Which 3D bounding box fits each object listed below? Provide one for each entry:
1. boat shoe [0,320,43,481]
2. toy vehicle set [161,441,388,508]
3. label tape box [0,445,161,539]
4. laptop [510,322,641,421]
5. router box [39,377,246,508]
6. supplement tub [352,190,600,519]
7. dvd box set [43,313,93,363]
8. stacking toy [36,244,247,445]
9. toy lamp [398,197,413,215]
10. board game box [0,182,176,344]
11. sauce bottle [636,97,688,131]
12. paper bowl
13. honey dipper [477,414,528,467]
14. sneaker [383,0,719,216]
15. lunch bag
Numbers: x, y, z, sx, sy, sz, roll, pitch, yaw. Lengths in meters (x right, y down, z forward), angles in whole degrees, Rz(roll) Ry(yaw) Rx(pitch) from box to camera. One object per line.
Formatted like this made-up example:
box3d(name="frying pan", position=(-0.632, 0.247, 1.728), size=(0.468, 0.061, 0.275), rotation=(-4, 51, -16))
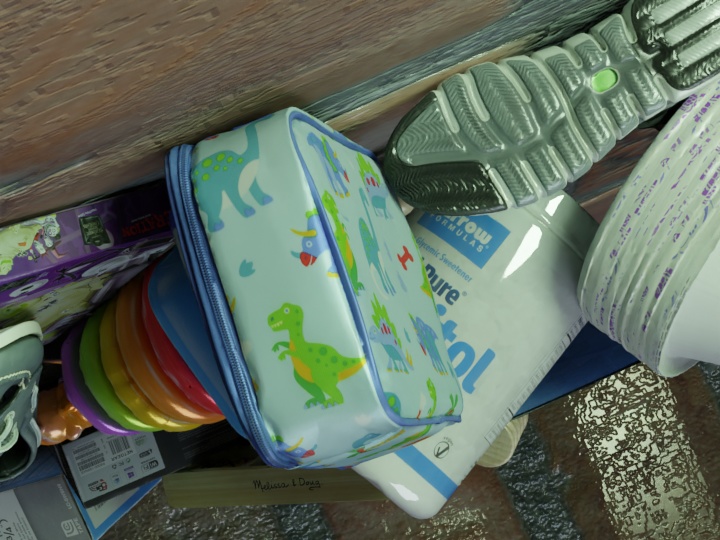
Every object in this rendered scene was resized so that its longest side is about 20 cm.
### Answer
box3d(name="boat shoe", position=(-0.190, 0.072, 0.938), size=(0.072, 0.062, 0.200), rotation=(-21, 173, -14))
box3d(name="toy vehicle set", position=(-0.022, 0.126, 1.263), size=(0.199, 0.027, 0.124), rotation=(-6, -167, 27))
box3d(name="label tape box", position=(-0.256, 0.172, 1.436), size=(0.199, 0.064, 0.144), rotation=(-18, -167, 32))
box3d(name="laptop", position=(0.077, 0.023, 1.236), size=(0.186, 0.201, 0.116), rotation=(-23, 159, -3))
box3d(name="router box", position=(-0.129, 0.090, 1.313), size=(0.199, 0.053, 0.157), rotation=(-22, -164, -13))
box3d(name="supplement tub", position=(0.050, 0.035, 1.094), size=(0.200, 0.132, 0.132), rotation=(-52, 175, -5))
box3d(name="dvd box set", position=(-0.111, 0.044, 1.147), size=(0.145, 0.030, 0.200), rotation=(-2, 175, 6))
box3d(name="stacking toy", position=(-0.120, 0.052, 1.002), size=(0.199, 0.110, 0.116), rotation=(-27, -167, 36))
box3d(name="toy lamp", position=(0.024, -0.043, 1.033), size=(0.199, 0.059, 0.058), rotation=(-25, 173, 7))
box3d(name="board game box", position=(-0.173, 0.013, 0.914), size=(0.119, 0.033, 0.200), rotation=(-14, 169, -36))
box3d(name="sauce bottle", position=(0.205, -0.110, 1.085), size=(0.066, 0.066, 0.200), rotation=(-27, 173, 29))
box3d(name="paper bowl", position=(0.223, -0.026, 1.031), size=(0.200, 0.104, 0.201), rotation=(-42, 156, -24))
box3d(name="honey dipper", position=(0.113, 0.075, 1.283), size=(0.038, 0.038, 0.200), rotation=(-27, -168, 27))
box3d(name="sneaker", position=(0.109, -0.082, 0.950), size=(0.199, 0.076, 0.115), rotation=(-25, 176, 4))
box3d(name="lunch bag", position=(-0.018, 0.010, 0.859), size=(0.082, 0.162, 0.200), rotation=(-19, 172, 11))
